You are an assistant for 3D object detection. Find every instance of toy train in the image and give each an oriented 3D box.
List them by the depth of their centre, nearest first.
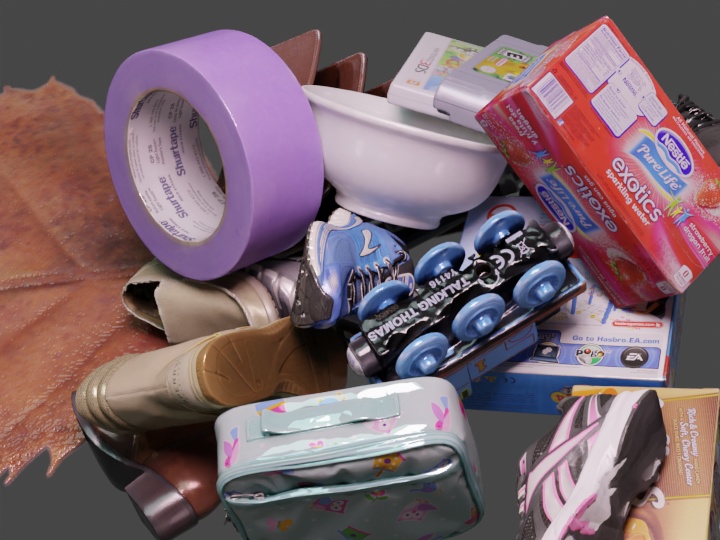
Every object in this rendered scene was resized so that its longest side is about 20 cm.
[{"bbox_3d":[0.081,0.036,1.126,0.199,0.115,0.087,-31,56,-8],"label":"toy train"}]

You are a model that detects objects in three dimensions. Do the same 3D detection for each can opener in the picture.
[{"bbox_3d":[0.117,-0.070,1.335,0.199,0.054,0.067,-27,42,-5],"label":"can opener"}]

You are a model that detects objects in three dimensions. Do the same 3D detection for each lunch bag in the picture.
[{"bbox_3d":[-0.011,0.153,1.092,0.198,0.161,0.078,-12,54,6],"label":"lunch bag"}]

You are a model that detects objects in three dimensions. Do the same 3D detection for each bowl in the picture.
[{"bbox_3d":[0.033,-0.092,1.260,0.199,0.091,0.201,15,11,-3],"label":"bowl"}]

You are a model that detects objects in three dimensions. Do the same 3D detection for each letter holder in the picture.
[{"bbox_3d":[-0.036,-0.133,1.386,0.141,0.101,0.201,-18,41,32],"label":"letter holder"}]

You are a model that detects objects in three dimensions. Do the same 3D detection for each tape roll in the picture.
[{"bbox_3d":[-0.128,-0.099,1.247,0.199,0.202,0.085,28,37,37],"label":"tape roll"}]

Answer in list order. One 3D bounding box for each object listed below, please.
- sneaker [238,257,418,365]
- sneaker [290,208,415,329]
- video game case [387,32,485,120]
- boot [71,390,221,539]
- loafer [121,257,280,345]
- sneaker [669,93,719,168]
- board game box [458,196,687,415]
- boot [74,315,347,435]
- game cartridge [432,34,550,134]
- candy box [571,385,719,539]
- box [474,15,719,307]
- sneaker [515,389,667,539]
[{"bbox_3d":[-0.021,0.015,1.302,0.199,0.076,0.115,25,51,29],"label":"sneaker"},{"bbox_3d":[0.000,0.000,1.173,0.088,0.079,0.200,15,19,8],"label":"sneaker"},{"bbox_3d":[0.137,-0.165,1.346,0.198,0.022,0.182,17,27,6],"label":"video game case"},{"bbox_3d":[-0.132,0.116,1.241,0.199,0.069,0.188,-34,40,-18],"label":"boot"},{"bbox_3d":[-0.144,0.038,1.298,0.068,0.076,0.199,-31,29,-32],"label":"loafer"},{"bbox_3d":[0.269,-0.107,1.230,0.075,0.080,0.200,-16,5,-14],"label":"sneaker"},{"bbox_3d":[0.172,0.027,1.224,0.198,0.056,0.197,2,49,21],"label":"board game box"},{"bbox_3d":[-0.116,0.089,1.176,0.154,0.199,0.074,-15,85,33],"label":"boot"},{"bbox_3d":[0.156,-0.156,1.274,0.132,0.041,0.200,24,28,13],"label":"game cartridge"},{"bbox_3d":[0.203,0.180,1.069,0.114,0.056,0.201,0,48,20],"label":"candy box"},{"bbox_3d":[0.197,-0.081,1.131,0.100,0.201,0.095,-42,9,-21],"label":"box"},{"bbox_3d":[0.143,0.167,1.026,0.086,0.081,0.200,3,42,41],"label":"sneaker"}]
